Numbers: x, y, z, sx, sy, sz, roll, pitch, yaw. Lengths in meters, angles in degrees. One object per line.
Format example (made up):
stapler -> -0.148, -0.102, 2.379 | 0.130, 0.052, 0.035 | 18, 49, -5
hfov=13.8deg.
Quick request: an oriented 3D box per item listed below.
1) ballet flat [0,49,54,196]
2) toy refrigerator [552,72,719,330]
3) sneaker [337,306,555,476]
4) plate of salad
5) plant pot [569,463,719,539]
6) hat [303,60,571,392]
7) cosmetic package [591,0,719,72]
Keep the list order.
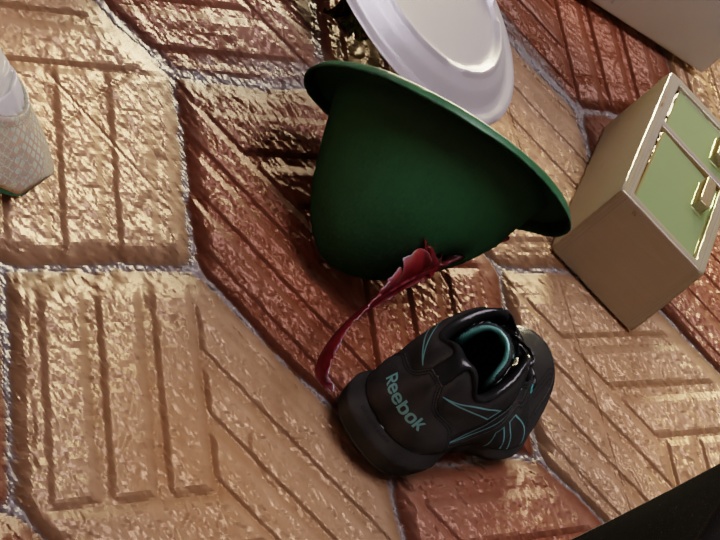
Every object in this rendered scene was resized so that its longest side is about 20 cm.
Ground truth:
ballet flat -> -0.209, -0.108, 1.383 | 0.200, 0.062, 0.068 | 37, 31, -24
toy refrigerator -> 0.188, -0.049, 1.892 | 0.076, 0.070, 0.200 | 46, 27, -8
sneaker -> 0.066, 0.059, 1.572 | 0.076, 0.079, 0.200 | 54, 26, 8
plate of salad -> 0.026, -0.174, 1.831 | 0.200, 0.048, 0.201 | 39, 35, -35
plant pot -> 0.155, 0.234, 1.362 | 0.200, 0.199, 0.177 | 47, 53, -6
hat -> 0.000, 0.000, 1.599 | 0.165, 0.177, 0.200 | 21, -14, 32
cosmetic package -> 0.196, -0.239, 2.125 | 0.200, 0.081, 0.113 | 25, 35, -38
